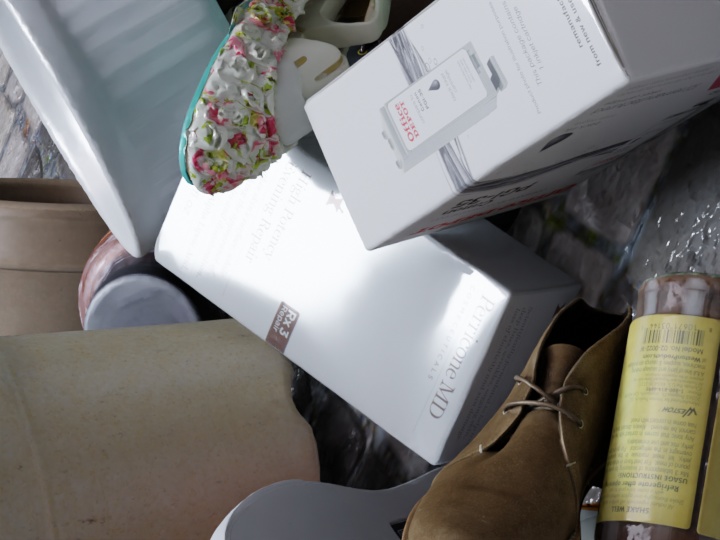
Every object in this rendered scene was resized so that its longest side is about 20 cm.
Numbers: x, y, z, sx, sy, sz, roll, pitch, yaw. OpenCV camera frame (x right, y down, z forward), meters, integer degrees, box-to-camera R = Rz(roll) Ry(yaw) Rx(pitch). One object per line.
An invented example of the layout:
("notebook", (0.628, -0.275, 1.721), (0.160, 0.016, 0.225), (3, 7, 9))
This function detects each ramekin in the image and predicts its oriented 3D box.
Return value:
("ramekin", (-0.131, -0.117, 1.233), (0.097, 0.201, 0.200), (-30, 25, -10))

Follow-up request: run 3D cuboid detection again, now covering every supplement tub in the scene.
("supplement tub", (-0.107, 0.005, 1.351), (0.107, 0.106, 0.200), (-61, 0, 20))

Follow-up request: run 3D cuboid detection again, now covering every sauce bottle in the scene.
("sauce bottle", (0.128, 0.103, 0.934), (0.065, 0.064, 0.201), (-14, 60, 61))

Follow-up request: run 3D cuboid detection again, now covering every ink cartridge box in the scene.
("ink cartridge box", (0.092, -0.093, 1.026), (0.200, 0.146, 0.083), (-33, 78, 50))

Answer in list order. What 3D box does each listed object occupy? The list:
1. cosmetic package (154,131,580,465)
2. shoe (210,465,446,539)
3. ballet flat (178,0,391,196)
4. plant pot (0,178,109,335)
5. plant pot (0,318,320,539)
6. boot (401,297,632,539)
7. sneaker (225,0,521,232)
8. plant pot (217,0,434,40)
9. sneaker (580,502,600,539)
("cosmetic package", (0.000, 0.000, 1.137), (0.200, 0.074, 0.102), (34, 112, 28))
("shoe", (-0.012, 0.146, 1.050), (0.091, 0.199, 0.072), (-48, 65, 31))
("ballet flat", (-0.026, -0.113, 1.107), (0.076, 0.063, 0.201), (75, -150, -44))
("plant pot", (-0.217, 0.031, 1.558), (0.200, 0.199, 0.176), (-160, 72, -65))
("plant pot", (-0.124, 0.107, 1.156), (0.200, 0.182, 0.202), (169, 90, -72))
("boot", (0.070, 0.071, 0.948), (0.200, 0.073, 0.076), (-42, -39, -58))
("sneaker", (0.023, -0.108, 1.209), (0.107, 0.200, 0.075), (-55, -16, 16))
("plant pot", (-0.018, -0.191, 1.309), (0.200, 0.174, 0.201), (-42, 38, 44))
("sneaker", (0.067, 0.184, 1.020), (0.200, 0.075, 0.092), (-46, 61, 28))
